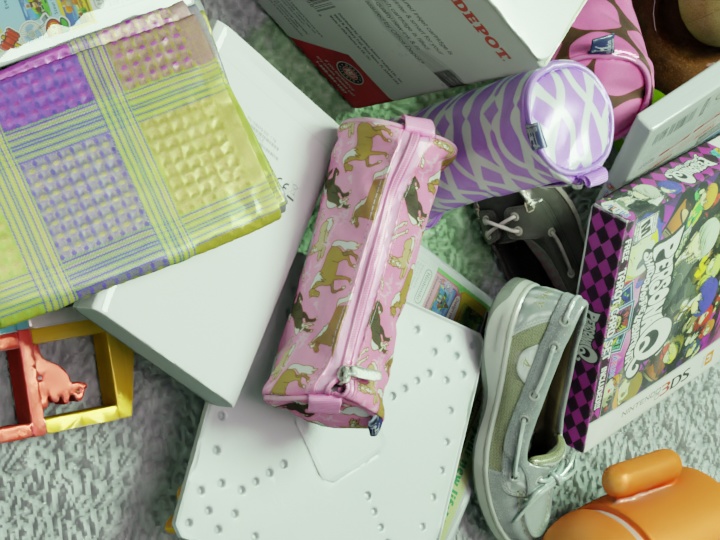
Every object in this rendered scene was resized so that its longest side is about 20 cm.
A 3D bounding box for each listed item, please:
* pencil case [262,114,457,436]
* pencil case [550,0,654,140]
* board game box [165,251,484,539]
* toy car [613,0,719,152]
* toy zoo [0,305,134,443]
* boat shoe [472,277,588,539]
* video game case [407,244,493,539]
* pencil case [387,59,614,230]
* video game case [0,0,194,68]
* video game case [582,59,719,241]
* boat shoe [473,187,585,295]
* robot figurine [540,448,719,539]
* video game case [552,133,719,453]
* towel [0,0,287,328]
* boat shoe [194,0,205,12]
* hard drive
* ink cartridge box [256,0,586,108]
[{"bbox_3d":[0.000,0.000,1.226,0.083,0.086,0.200,32,70,-51],"label":"pencil case"},{"bbox_3d":[0.147,-0.184,1.369,0.093,0.091,0.200,5,41,-12],"label":"pencil case"},{"bbox_3d":[-0.020,0.105,1.278,0.200,0.026,0.200,24,71,-31],"label":"board game box"},{"bbox_3d":[0.284,-0.186,1.442,0.164,0.200,0.158,-28,95,-35],"label":"toy car"},{"bbox_3d":[-0.210,0.037,1.172,0.200,0.020,0.132,-9,92,-37],"label":"toy zoo"},{"bbox_3d":[0.123,0.105,1.359,0.074,0.065,0.202,-29,126,-54],"label":"boat shoe"},{"bbox_3d":[0.023,0.083,1.344,0.182,0.022,0.200,37,65,-29],"label":"video game case"},{"bbox_3d":[0.085,-0.080,1.294,0.084,0.200,0.086,-30,100,-34],"label":"pencil case"},{"bbox_3d":[-0.205,-0.225,1.126,0.182,0.023,0.200,-23,99,-34],"label":"video game case"},{"bbox_3d":[0.225,-0.080,1.406,0.143,0.200,0.018,-33,69,-27],"label":"video game case"},{"bbox_3d":[0.130,-0.009,1.404,0.200,0.067,0.057,54,54,-25],"label":"boat shoe"},{"bbox_3d":[0.208,0.215,1.415,0.200,0.144,0.117,-18,59,-37],"label":"robot figurine"},{"bbox_3d":[0.217,0.013,1.404,0.181,0.036,0.200,-27,135,-41],"label":"video game case"},{"bbox_3d":[-0.147,-0.063,1.123,0.200,0.023,0.144,-25,91,-27],"label":"towel"},{"bbox_3d":[-0.148,-0.090,1.197,0.070,0.071,0.200,61,44,-39],"label":"boat shoe"},{"bbox_3d":[-0.089,-0.034,1.197,0.132,0.027,0.200,39,63,-40],"label":"hard drive"},{"bbox_3d":[0.031,-0.193,1.258,0.144,0.200,0.084,46,62,-26],"label":"ink cartridge box"}]
